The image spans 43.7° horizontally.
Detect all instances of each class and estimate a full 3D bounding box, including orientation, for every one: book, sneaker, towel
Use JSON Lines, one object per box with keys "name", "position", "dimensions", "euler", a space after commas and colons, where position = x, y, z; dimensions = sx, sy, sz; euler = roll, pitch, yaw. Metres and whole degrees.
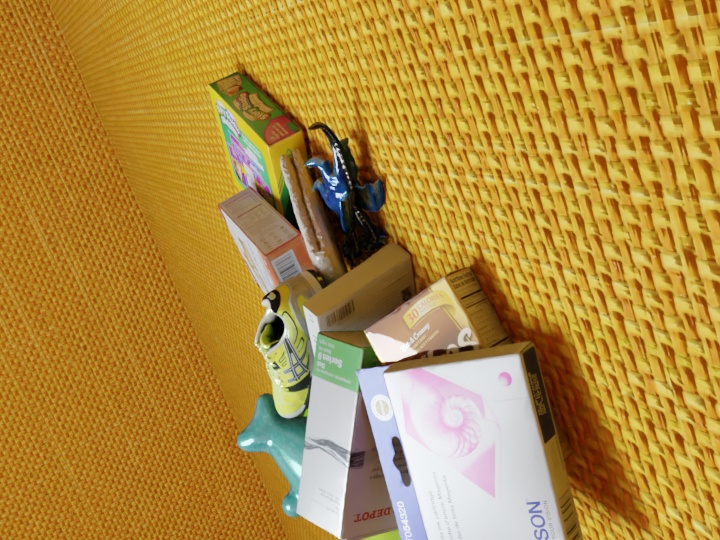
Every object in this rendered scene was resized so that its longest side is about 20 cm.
{"name": "book", "position": [0.007, 0.081, 1.037], "dimensions": [0.048, 0.133, 0.202], "euler": [38, 150, 36]}
{"name": "sneaker", "position": [-0.089, 0.089, 1.037], "dimensions": [0.075, 0.076, 0.202], "euler": [42, 136, 42]}
{"name": "towel", "position": [-0.050, -0.041, 1.084], "dimensions": [0.133, 0.034, 0.201], "euler": [65, -176, -46]}

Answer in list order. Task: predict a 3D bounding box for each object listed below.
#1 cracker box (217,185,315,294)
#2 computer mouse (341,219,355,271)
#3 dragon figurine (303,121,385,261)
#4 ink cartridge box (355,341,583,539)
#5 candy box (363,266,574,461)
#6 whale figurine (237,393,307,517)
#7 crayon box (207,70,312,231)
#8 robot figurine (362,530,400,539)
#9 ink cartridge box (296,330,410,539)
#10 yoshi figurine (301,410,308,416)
{"name": "cracker box", "position": [-0.110, -0.013, 1.164], "dimensions": [0.200, 0.057, 0.135], "euler": [42, 159, 57]}
{"name": "computer mouse", "position": [0.000, 0.000, 1.132], "dimensions": [0.059, 0.034, 0.202], "euler": [-113, 13, -54]}
{"name": "dragon figurine", "position": [-0.011, -0.085, 0.980], "dimensions": [0.100, 0.058, 0.201], "euler": [54, 164, 22]}
{"name": "ink cartridge box", "position": [0.089, 0.178, 0.824], "dimensions": [0.198, 0.043, 0.199], "euler": [-14, 94, 34]}
{"name": "candy box", "position": [0.100, 0.114, 0.860], "dimensions": [0.116, 0.056, 0.202], "euler": [-36, 78, 35]}
{"name": "whale figurine", "position": [-0.054, 0.226, 1.098], "dimensions": [0.198, 0.161, 0.104], "euler": [29, 170, 4]}
{"name": "crayon box", "position": [-0.129, -0.152, 1.229], "dimensions": [0.200, 0.058, 0.174], "euler": [47, 155, 43]}
{"name": "robot figurine", "position": [0.084, 0.355, 1.121], "dimensions": [0.199, 0.117, 0.174], "euler": [28, 160, -34]}
{"name": "ink cartridge box", "position": [0.017, 0.172, 0.972], "dimensions": [0.083, 0.145, 0.203], "euler": [13, 97, 46]}
{"name": "yoshi figurine", "position": [-0.058, 0.235, 1.272], "dimensions": [0.111, 0.114, 0.199], "euler": [27, 170, -37]}
